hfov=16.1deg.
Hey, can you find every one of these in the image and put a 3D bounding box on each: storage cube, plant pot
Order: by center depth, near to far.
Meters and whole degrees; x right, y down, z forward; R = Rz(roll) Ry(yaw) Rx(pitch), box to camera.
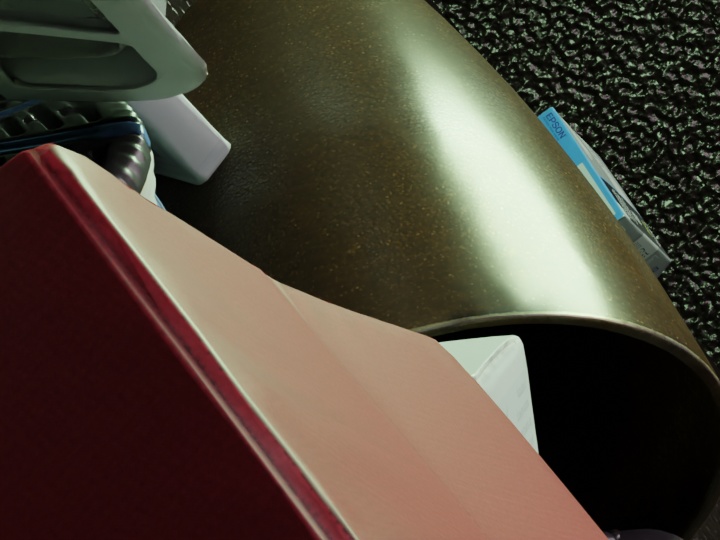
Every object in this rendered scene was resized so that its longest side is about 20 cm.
[{"bbox_3d":[-0.023,0.116,0.396,0.180,0.200,0.171,50,9,22],"label":"storage cube"},{"bbox_3d":[0.000,0.000,0.818,0.187,0.186,0.201,41,24,-47],"label":"plant pot"}]

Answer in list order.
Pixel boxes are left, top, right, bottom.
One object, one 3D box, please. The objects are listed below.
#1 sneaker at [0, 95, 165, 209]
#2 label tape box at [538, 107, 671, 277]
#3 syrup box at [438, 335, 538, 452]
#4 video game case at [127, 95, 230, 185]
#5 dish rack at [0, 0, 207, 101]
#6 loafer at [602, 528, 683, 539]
[{"bbox_3d":[-0.095,-0.016,0.654,0.200,0.075,0.077,49,-18,61],"label":"sneaker"},{"bbox_3d":[0.231,-0.055,2.453,0.200,0.066,0.144,33,22,-57],"label":"label tape box"},{"bbox_3d":[0.008,0.121,0.580,0.081,0.078,0.202,-28,111,-78],"label":"syrup box"},{"bbox_3d":[-0.139,-0.103,0.761,0.200,0.018,0.143,46,-16,-31],"label":"video game case"},{"bbox_3d":[-0.140,-0.077,0.519,0.172,0.198,0.044,45,48,-74],"label":"dish rack"},{"bbox_3d":[0.087,0.100,0.767,0.199,0.063,0.072,28,15,-44],"label":"loafer"}]
